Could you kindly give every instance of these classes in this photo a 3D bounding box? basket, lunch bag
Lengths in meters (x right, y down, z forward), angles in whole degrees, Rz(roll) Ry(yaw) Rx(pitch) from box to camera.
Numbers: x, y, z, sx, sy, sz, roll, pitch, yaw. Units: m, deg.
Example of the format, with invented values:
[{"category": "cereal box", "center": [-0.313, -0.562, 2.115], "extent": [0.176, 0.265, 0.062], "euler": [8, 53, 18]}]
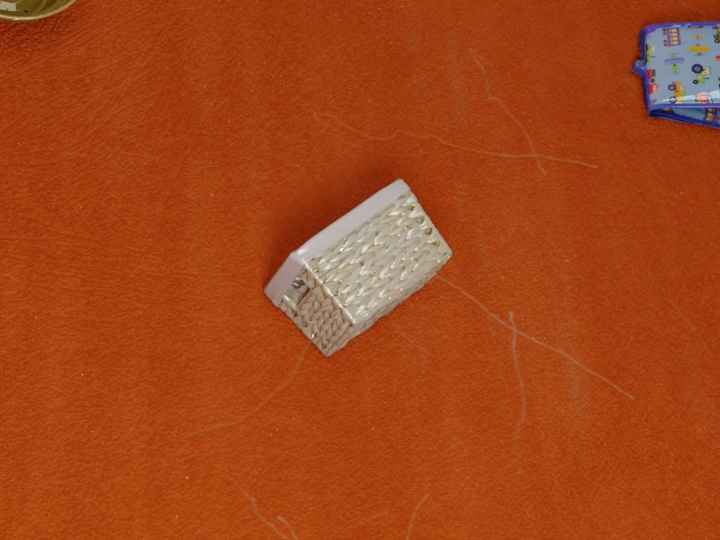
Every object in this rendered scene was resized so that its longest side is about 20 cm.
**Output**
[{"category": "basket", "center": [0.000, 0.000, 1.912], "extent": [0.200, 0.136, 0.124], "euler": [-35, 83, -30]}, {"category": "lunch bag", "center": [0.507, -0.298, 2.270], "extent": [0.198, 0.094, 0.152], "euler": [5, 65, -6]}]

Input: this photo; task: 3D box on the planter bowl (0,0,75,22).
[{"category": "planter bowl", "center": [-0.457, -0.390, 1.981], "extent": [0.199, 0.084, 0.202], "euler": [8, 62, -14]}]
